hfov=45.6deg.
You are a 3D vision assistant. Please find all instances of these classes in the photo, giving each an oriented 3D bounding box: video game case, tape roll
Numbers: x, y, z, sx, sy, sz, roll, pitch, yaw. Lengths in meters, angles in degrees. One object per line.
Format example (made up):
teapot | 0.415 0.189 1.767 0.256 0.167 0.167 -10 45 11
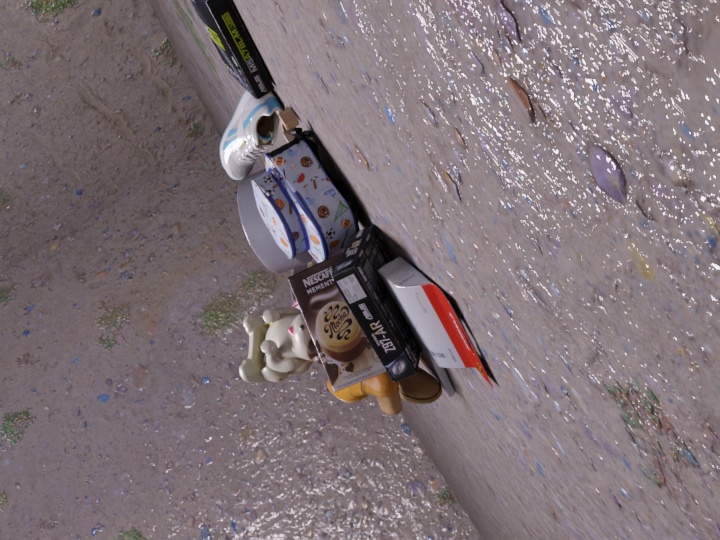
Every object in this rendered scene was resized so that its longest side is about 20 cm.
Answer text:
video game case | 0.109 0.138 1.644 0.200 0.017 0.144 51 171 47
tape roll | -0.162 -0.100 1.676 0.201 0.065 0.202 56 -157 -38

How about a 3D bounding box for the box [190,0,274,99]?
box | -0.238 -0.421 1.528 0.194 0.047 0.200 60 173 -36

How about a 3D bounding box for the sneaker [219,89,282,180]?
sneaker | -0.207 -0.247 1.614 0.081 0.076 0.201 52 133 31

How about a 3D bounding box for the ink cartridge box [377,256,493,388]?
ink cartridge box | 0.107 0.081 1.244 0.161 0.047 0.200 61 175 -25

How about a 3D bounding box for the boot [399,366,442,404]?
boot | 0.062 0.143 1.569 0.173 0.066 0.202 19 141 30

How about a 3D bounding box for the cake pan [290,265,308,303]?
cake pan | -0.101 -0.007 1.961 0.036 0.202 0.200 15 -164 -27

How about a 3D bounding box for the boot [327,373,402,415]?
boot | -0.005 0.181 1.599 0.200 0.071 0.146 14 132 45

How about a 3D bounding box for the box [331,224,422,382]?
box | 0.036 0.049 1.351 0.201 0.043 0.161 60 -158 -18

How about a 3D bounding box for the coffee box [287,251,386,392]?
coffee box | -0.023 0.079 1.396 0.202 0.112 0.080 67 -158 2

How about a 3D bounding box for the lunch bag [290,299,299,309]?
lunch bag | -0.041 0.106 1.714 0.200 0.082 0.176 43 137 -14

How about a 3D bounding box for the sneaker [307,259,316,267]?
sneaker | -0.086 -0.108 1.793 0.070 0.075 0.203 -12 -88 -70

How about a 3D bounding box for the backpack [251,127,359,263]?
backpack | -0.088 -0.107 1.454 0.191 0.154 0.200 47 169 20

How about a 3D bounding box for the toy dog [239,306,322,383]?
toy dog | -0.117 0.144 1.641 0.192 0.141 0.199 27 146 -27

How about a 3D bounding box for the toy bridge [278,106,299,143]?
toy bridge | -0.119 -0.236 1.573 0.068 0.027 0.201 58 174 26
